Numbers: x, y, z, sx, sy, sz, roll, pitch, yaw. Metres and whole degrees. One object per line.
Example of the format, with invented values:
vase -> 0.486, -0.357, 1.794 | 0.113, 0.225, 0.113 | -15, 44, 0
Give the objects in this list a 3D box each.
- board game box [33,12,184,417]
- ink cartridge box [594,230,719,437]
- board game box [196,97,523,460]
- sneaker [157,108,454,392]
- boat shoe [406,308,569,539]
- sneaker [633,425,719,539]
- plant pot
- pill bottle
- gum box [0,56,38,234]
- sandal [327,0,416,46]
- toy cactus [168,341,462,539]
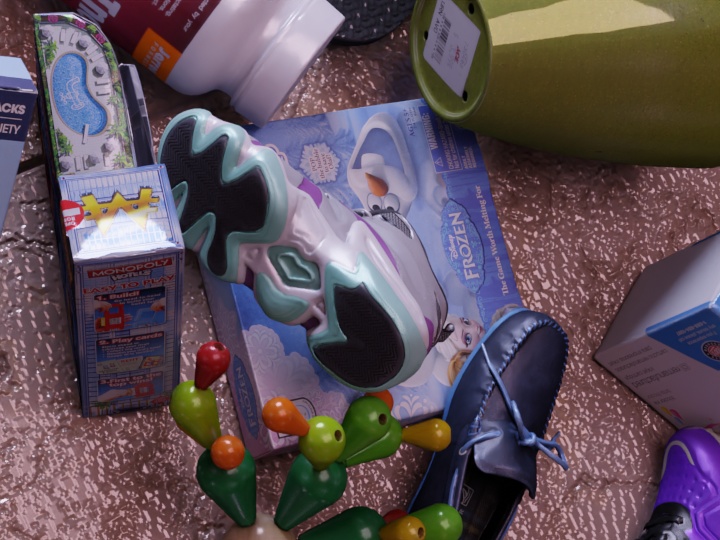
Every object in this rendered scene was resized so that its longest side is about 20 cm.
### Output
board game box -> -0.139, -0.035, 1.175 | 0.061, 0.200, 0.202 | -8, 79, -11
ink cartridge box -> 0.277, 0.072, 1.379 | 0.200, 0.144, 0.085 | 38, 63, -11
board game box -> 0.000, 0.000, 1.324 | 0.198, 0.043, 0.202 | -11, 80, -27
sneaker -> -0.025, -0.020, 1.241 | 0.200, 0.078, 0.140 | 49, 24, 6
boat shoe -> 0.086, 0.123, 1.288 | 0.084, 0.068, 0.201 | 23, 85, -32
sneaker -> 0.197, 0.195, 1.348 | 0.099, 0.070, 0.202 | 6, 72, -22
plant pot -> 0.138, -0.148, 1.346 | 0.199, 0.187, 0.189 | -9, 79, -30
pill bottle -> -0.112, -0.180, 1.271 | 0.200, 0.113, 0.113 | 38, 63, -3
gum box -> -0.277, -0.025, 1.120 | 0.169, 0.201, 0.045 | 5, 30, -27
sandal -> 0.012, -0.201, 1.393 | 0.075, 0.048, 0.201 | 47, 49, -5
toy cactus -> -0.043, 0.129, 1.220 | 0.199, 0.102, 0.165 | 25, 110, -33
